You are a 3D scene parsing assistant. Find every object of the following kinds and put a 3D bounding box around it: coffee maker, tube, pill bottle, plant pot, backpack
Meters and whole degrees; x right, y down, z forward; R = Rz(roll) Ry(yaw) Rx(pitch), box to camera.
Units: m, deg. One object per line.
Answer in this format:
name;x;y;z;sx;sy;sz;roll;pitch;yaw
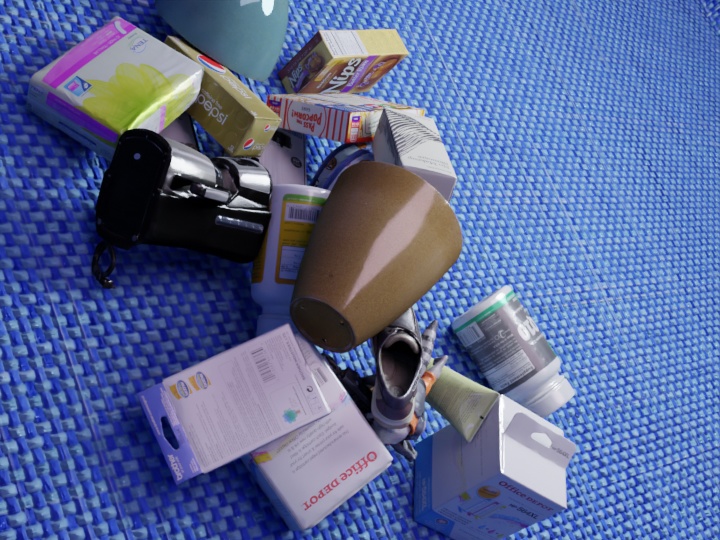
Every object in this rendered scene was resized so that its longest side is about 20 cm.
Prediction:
coffee maker;-0.229;-0.071;1.489;0.199;0.192;0.135;13;30;-50
tube;0.110;0.163;1.633;0.052;0.058;0.200;-18;30;-30
pill bottle;-0.088;-0.007;1.560;0.111;0.111;0.202;11;81;-40
pill bottle;0.241;0.135;1.828;0.201;0.113;0.113;56;39;2
plant pot;0.000;0.000;1.441;0.186;0.186;0.200;44;54;-11
plant pot;-0.183;-0.393;1.716;0.199;0.135;0.200;33;18;-12
backpack;0.008;-0.104;1.713;0.154;0.201;0.190;33;26;18

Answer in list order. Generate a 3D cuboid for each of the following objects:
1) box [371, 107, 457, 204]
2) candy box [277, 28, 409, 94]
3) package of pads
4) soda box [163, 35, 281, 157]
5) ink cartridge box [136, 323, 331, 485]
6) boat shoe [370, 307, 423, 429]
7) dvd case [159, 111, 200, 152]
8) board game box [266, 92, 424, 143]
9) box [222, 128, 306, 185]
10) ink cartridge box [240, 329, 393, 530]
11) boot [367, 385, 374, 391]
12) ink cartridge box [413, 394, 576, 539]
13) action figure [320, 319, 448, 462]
box;0.069;-0.146;1.572;0.082;0.069;0.200;11;27;-14
candy box;-0.027;-0.338;1.907;0.199;0.117;0.057;-14;72;-48
package of pads;-0.315;-0.239;1.533;0.154;0.068;0.200;31;46;6
soda box;-0.205;-0.244;1.635;0.200;0.068;0.064;43;24;23
ink cartridge box;-0.149;0.156;1.362;0.199;0.042;0.120;-24;85;-20
boat shoe;0.049;0.103;1.472;0.071;0.065;0.201;13;48;-7
dvd case;-0.277;-0.161;1.598;0.142;0.018;0.201;4;59;-43
board game box;-0.021;-0.228;1.720;0.199;0.151;0.047;-13;115;-54
box;-0.138;-0.135;1.687;0.116;0.060;0.201;24;47;-31
ink cartridge box;-0.079;0.198;1.436;0.145;0.083;0.201;-34;89;-20
boot;-0.001;0.209;1.579;0.199;0.074;0.098;-15;91;-49
ink cartridge box;0.185;0.274;1.596;0.128;0.200;0.126;30;44;-26
action figure;0.039;0.141;1.519;0.200;0.104;0.194;43;37;-25
